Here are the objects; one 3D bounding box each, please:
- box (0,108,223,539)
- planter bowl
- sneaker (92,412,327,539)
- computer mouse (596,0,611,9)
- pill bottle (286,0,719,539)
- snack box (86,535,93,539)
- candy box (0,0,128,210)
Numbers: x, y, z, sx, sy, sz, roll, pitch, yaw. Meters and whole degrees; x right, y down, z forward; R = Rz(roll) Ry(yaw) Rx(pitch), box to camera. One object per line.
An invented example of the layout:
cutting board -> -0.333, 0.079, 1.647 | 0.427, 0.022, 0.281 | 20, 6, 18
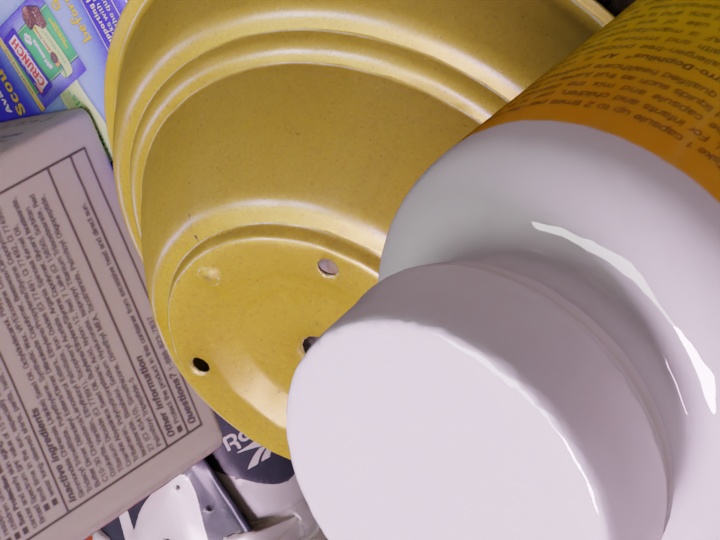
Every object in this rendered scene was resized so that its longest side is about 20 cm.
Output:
box -> -0.164, 0.048, 0.794 | 0.109, 0.200, 0.129 | -6, 110, 49
planter bowl -> 0.000, 0.000, 0.716 | 0.199, 0.084, 0.201 | 14, 136, 14
sneaker -> -0.023, 0.095, 0.877 | 0.199, 0.079, 0.130 | 29, 135, 40
computer mouse -> 0.056, -0.035, 0.733 | 0.059, 0.034, 0.200 | 53, 143, 13
pill bottle -> 0.074, 0.000, 0.581 | 0.112, 0.200, 0.113 | 22, 131, 28
snack box -> -0.087, 0.165, 0.970 | 0.201, 0.116, 0.037 | 57, 144, 6
candy box -> -0.114, -0.096, 0.864 | 0.200, 0.077, 0.170 | -22, 97, 53
